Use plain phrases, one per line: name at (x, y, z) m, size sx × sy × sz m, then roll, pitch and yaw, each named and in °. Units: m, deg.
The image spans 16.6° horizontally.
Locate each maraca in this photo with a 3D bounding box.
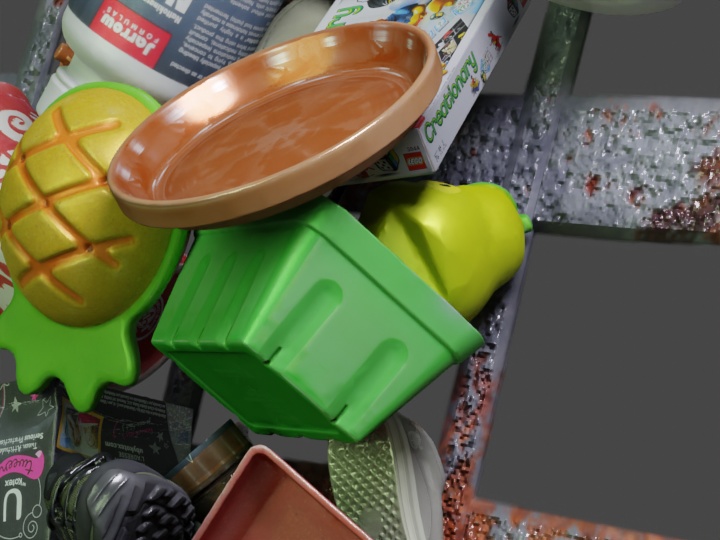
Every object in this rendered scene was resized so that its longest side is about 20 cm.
maraca at (-0.167, -0.016, 1.504) m, size 0.137 × 0.107 × 0.201 m, roll 15°, pitch 94°, yaw 34°

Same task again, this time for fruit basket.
fruit basket at (0.000, 0.000, 1.438) m, size 0.216 × 0.155 × 0.216 m, roll -42°, pitch 18°, yaw 18°

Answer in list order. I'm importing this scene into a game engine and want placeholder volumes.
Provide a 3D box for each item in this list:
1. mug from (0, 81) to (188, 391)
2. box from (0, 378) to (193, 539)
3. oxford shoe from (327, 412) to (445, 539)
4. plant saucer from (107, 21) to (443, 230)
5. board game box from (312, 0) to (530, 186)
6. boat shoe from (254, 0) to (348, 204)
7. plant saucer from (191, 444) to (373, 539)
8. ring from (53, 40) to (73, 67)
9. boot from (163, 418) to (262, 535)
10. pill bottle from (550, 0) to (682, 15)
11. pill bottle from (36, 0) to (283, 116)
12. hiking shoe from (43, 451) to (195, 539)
mug at (-0.203, -0.011, 1.669) m, size 0.200 × 0.178 × 0.134 m, roll 38°, pitch 82°, yaw 26°
box at (-0.223, 0.147, 1.619) m, size 0.199 × 0.132 × 0.115 m, roll -12°, pitch 70°, yaw 39°
oxford shoe at (0.023, 0.175, 1.445) m, size 0.075 × 0.058 × 0.201 m, roll -10°, pitch 82°, yaw 34°
plant saucer at (-0.046, -0.079, 1.386) m, size 0.200 × 0.032 × 0.200 m, roll -19°, pitch 25°, yaw 9°
board game box at (0.015, -0.117, 1.486) m, size 0.126 × 0.035 × 0.200 m, roll -7°, pitch 32°, yaw 27°
boat shoe at (-0.031, -0.096, 1.584) m, size 0.074 × 0.066 × 0.200 m, roll -3°, pitch 46°, yaw 3°
plant saucer at (-0.026, 0.228, 1.375) m, size 0.199 × 0.037 × 0.200 m, roll 40°, pitch 114°, yaw 17°
ring at (-0.160, -0.219, 1.723) m, size 0.201 × 0.019 × 0.201 m, roll -49°, pitch 22°, yaw 28°
boot at (-0.070, 0.148, 1.492) m, size 0.075 × 0.200 × 0.097 m, roll -41°, pitch 87°, yaw -4°
pill bottle at (0.155, -0.262, 1.452) m, size 0.113 × 0.113 × 0.201 m, roll 1°, pitch 75°, yaw 42°
pill bottle at (-0.121, -0.167, 1.575) m, size 0.120 × 0.119 × 0.200 m, roll 41°, pitch 105°, yaw 43°
hiking shoe at (-0.149, 0.145, 1.415) m, size 0.100 × 0.200 × 0.076 m, roll 33°, pitch 74°, yaw 15°
